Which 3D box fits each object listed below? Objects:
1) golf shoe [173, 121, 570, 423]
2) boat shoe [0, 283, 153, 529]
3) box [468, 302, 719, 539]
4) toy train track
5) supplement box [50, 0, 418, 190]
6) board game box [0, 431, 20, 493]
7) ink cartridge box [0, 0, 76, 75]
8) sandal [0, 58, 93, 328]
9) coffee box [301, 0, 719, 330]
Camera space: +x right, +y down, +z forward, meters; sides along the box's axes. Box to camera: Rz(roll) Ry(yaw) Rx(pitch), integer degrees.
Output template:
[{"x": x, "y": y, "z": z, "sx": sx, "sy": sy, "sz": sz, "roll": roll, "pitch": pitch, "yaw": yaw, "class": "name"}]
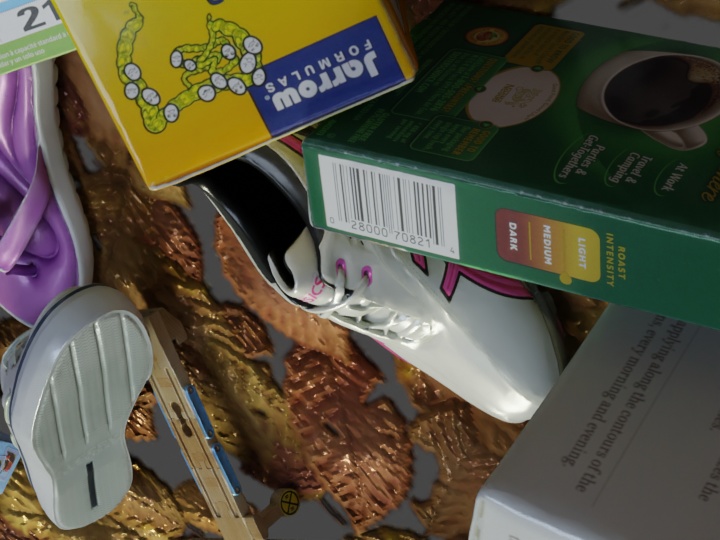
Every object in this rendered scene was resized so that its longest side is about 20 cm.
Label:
[{"x": 0.000, "y": 0.000, "z": 0.825, "sx": 0.200, "sy": 0.092, "sz": 0.073, "roll": 43, "pitch": 135, "yaw": -3, "class": "golf shoe"}, {"x": -0.152, "y": 0.059, "z": 0.974, "sx": 0.067, "sy": 0.074, "sz": 0.200, "roll": 50, "pitch": 149, "yaw": 22, "class": "boat shoe"}, {"x": 0.151, "y": 0.116, "z": 0.734, "sx": 0.171, "sy": 0.199, "sz": 0.200, "roll": 21, "pitch": 134, "yaw": 20, "class": "box"}, {"x": -0.063, "y": 0.104, "z": 0.997, "sx": 0.115, "sy": 0.033, "sz": 0.200, "roll": -7, "pitch": 113, "yaw": 46, "class": "toy train track"}, {"x": -0.068, "y": -0.151, "z": 0.713, "sx": 0.109, "sy": 0.109, "sz": 0.200, "roll": -23, "pitch": 112, "yaw": 9, "class": "supplement box"}, {"x": -0.282, "y": 0.065, "z": 1.022, "sx": 0.151, "sy": 0.037, "sz": 0.200, "roll": 24, "pitch": 178, "yaw": 18, "class": "board game box"}, {"x": -0.191, "y": -0.177, "z": 0.805, "sx": 0.148, "sy": 0.076, "sz": 0.200, "roll": -15, "pitch": 114, "yaw": 25, "class": "ink cartridge box"}, {"x": -0.179, "y": -0.047, "z": 0.941, "sx": 0.082, "sy": 0.050, "sz": 0.203, "roll": 16, "pitch": 131, "yaw": 24, "class": "sandal"}, {"x": 0.093, "y": -0.039, "z": 0.708, "sx": 0.200, "sy": 0.123, "sz": 0.044, "roll": 13, "pitch": 128, "yaw": 24, "class": "coffee box"}]
